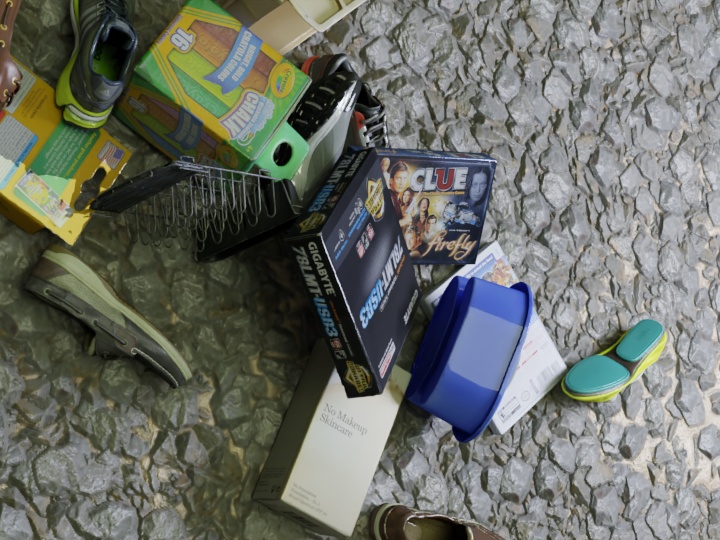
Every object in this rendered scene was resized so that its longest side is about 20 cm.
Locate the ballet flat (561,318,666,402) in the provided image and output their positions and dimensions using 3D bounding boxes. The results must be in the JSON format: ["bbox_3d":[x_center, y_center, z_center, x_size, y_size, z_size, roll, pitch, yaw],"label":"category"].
[{"bbox_3d":[0.336,0.135,1.683,0.199,0.067,0.068,-31,139,-35],"label":"ballet flat"}]

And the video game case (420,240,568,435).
[{"bbox_3d":[0.170,0.084,1.609,0.143,0.018,0.201,-37,103,-31],"label":"video game case"}]

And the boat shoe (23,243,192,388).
[{"bbox_3d":[-0.261,0.060,1.311,0.201,0.072,0.066,45,72,-18],"label":"boat shoe"}]

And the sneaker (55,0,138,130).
[{"bbox_3d":[-0.256,-0.244,1.310,0.073,0.081,0.202,18,61,-34],"label":"sneaker"}]

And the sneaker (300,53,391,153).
[{"bbox_3d":[0.000,-0.165,1.499,0.077,0.082,0.201,-41,107,-30],"label":"sneaker"}]

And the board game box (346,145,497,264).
[{"bbox_3d":[0.064,-0.075,1.521,0.198,0.035,0.137,-1,111,-33],"label":"board game box"}]

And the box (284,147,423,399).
[{"bbox_3d":[0.000,0.000,1.382,0.200,0.049,0.200,-60,135,-55],"label":"box"}]

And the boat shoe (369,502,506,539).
[{"bbox_3d":[0.109,0.325,1.497,0.201,0.075,0.076,19,73,-29],"label":"boat shoe"}]

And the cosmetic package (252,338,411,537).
[{"bbox_3d":[-0.031,0.185,1.432,0.103,0.073,0.202,31,68,-24],"label":"cosmetic package"}]

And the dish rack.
[{"bbox_3d":[-0.170,-0.063,1.311,0.199,0.152,0.055,7,65,-52],"label":"dish rack"}]

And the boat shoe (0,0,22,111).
[{"bbox_3d":[-0.356,-0.185,1.221,0.067,0.072,0.203,6,77,-29],"label":"boat shoe"}]

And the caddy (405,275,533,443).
[{"bbox_3d":[0.137,0.100,1.495,0.104,0.141,0.202,23,87,-13],"label":"caddy"}]

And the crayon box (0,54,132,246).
[{"bbox_3d":[-0.347,-0.128,1.291,0.200,0.051,0.126,39,64,-21],"label":"crayon box"}]

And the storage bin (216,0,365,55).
[{"bbox_3d":[-0.061,-0.310,1.414,0.198,0.199,0.094,-42,103,-30],"label":"storage bin"}]

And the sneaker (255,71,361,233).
[{"bbox_3d":[-0.051,-0.133,1.454,0.079,0.074,0.202,24,95,-40],"label":"sneaker"}]

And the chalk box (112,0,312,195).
[{"bbox_3d":[-0.142,-0.172,1.363,0.199,0.124,0.125,36,65,-9],"label":"chalk box"}]
